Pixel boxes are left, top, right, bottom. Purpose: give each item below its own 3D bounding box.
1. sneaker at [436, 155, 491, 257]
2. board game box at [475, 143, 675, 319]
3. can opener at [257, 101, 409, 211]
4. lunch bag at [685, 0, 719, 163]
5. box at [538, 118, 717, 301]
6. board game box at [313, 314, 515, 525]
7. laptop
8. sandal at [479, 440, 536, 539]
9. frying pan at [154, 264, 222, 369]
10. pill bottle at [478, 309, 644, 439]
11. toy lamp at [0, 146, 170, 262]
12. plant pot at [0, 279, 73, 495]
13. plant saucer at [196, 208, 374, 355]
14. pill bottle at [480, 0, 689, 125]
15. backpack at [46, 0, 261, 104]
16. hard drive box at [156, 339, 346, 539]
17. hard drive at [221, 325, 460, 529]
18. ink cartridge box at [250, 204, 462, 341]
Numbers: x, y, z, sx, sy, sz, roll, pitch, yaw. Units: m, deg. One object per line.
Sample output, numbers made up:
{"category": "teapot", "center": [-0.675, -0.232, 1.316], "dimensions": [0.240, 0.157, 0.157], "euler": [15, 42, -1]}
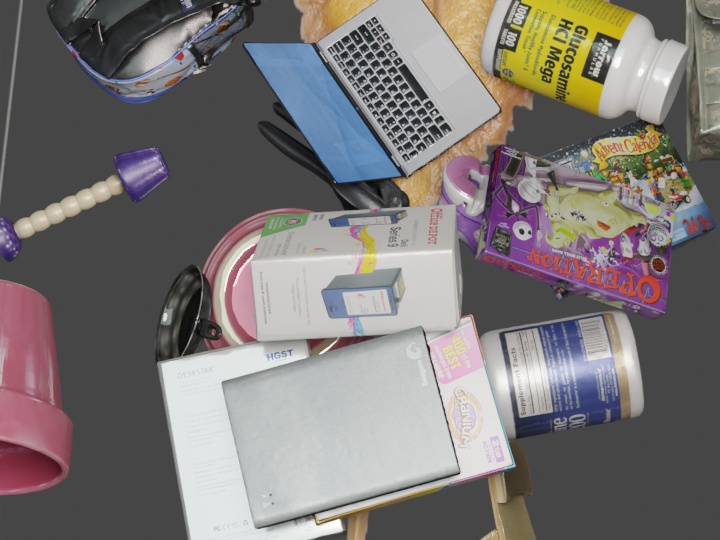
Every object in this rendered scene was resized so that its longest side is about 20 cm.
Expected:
{"category": "sneaker", "center": [0.160, -0.041, 1.616], "dimensions": [0.198, 0.089, 0.081], "euler": [25, 40, -10]}
{"category": "board game box", "center": [0.214, -0.037, 1.520], "dimensions": [0.198, 0.032, 0.122], "euler": [18, 69, -15]}
{"category": "can opener", "center": [-0.028, -0.115, 1.649], "dimensions": [0.063, 0.079, 0.200], "euler": [-42, 67, -11]}
{"category": "lunch bag", "center": [0.421, -0.223, 1.603], "dimensions": [0.162, 0.118, 0.203], "euler": [0, 74, 4]}
{"category": "box", "center": [0.253, -0.067, 1.584], "dimensions": [0.198, 0.038, 0.138], "euler": [-22, 79, -27]}
{"category": "board game box", "center": [0.033, 0.143, 1.485], "dimensions": [0.197, 0.040, 0.155], "euler": [-14, 78, -5]}
{"category": "laptop", "center": [0.015, -0.201, 1.623], "dimensions": [0.199, 0.116, 0.188], "euler": [-34, 74, -2]}
{"category": "sandal", "center": [0.138, 0.283, 1.571], "dimensions": [0.069, 0.077, 0.215], "euler": [-11, 80, 36]}
{"category": "frying pan", "center": [-0.166, 0.041, 1.584], "dimensions": [0.031, 0.189, 0.116], "euler": [19, 65, -26]}
{"category": "pill bottle", "center": [0.179, 0.110, 1.565], "dimensions": [0.197, 0.111, 0.113], "euler": [-10, 79, 3]}
{"category": "toy lamp", "center": [-0.300, -0.076, 1.665], "dimensions": [0.198, 0.058, 0.059], "euler": [-24, 79, -1]}
{"category": "plant pot", "center": [-0.387, 0.114, 1.581], "dimensions": [0.197, 0.201, 0.181], "euler": [0, 65, 5]}
{"category": "plant saucer", "center": [-0.078, 0.031, 1.631], "dimensions": [0.197, 0.051, 0.204], "euler": [-1, 80, 5]}
{"category": "pill bottle", "center": [0.234, -0.226, 1.608], "dimensions": [0.198, 0.112, 0.114], "euler": [23, 83, 16]}
{"category": "backpack", "center": [-0.229, -0.279, 1.647], "dimensions": [0.190, 0.154, 0.200], "euler": [-38, 73, -11]}
{"category": "hard drive box", "center": [-0.107, 0.177, 1.536], "dimensions": [0.154, 0.077, 0.203], "euler": [-11, 78, -1]}
{"category": "hard drive", "center": [-0.018, 0.146, 1.439], "dimensions": [0.197, 0.033, 0.141], "euler": [-16, 78, 3]}
{"category": "ink cartridge box", "center": [0.000, 0.000, 1.520], "dimensions": [0.197, 0.146, 0.089], "euler": [-1, 110, 6]}
